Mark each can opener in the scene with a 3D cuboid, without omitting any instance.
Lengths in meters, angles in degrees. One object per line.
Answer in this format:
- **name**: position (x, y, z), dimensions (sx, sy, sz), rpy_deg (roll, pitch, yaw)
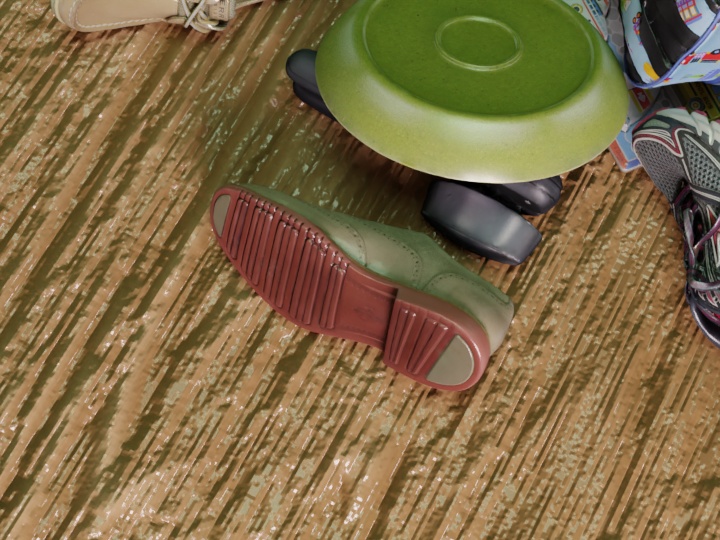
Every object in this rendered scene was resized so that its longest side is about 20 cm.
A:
- **can opener**: position (0.037, -0.085, 0.932), dimensions (0.200, 0.063, 0.079), rpy_deg (34, 70, 11)

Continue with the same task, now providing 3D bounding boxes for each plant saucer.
- **plant saucer**: position (0.072, -0.132, 0.924), dimensions (0.199, 0.031, 0.201), rpy_deg (3, 45, -3)

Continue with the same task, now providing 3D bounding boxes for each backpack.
- **backpack**: position (0.236, -0.206, 0.913), dimensions (0.134, 0.183, 0.201), rpy_deg (13, 65, -13)

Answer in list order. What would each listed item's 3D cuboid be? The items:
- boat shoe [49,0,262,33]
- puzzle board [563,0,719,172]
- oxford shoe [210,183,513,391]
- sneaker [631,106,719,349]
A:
- **boat shoe**: position (-0.103, -0.194, 0.972), dimensions (0.199, 0.072, 0.065), rpy_deg (-21, 68, -17)
- **puzzle board**: position (0.200, -0.176, 1.005), dimensions (0.150, 0.017, 0.201), rpy_deg (-21, 68, -11)
- **oxford shoe**: position (0.000, 0.000, 0.904), dimensions (0.200, 0.071, 0.075), rpy_deg (32, 42, 13)
- **sneaker**: position (0.222, -0.012, 0.900), dimensions (0.074, 0.081, 0.201), rpy_deg (-25, 70, -11)
